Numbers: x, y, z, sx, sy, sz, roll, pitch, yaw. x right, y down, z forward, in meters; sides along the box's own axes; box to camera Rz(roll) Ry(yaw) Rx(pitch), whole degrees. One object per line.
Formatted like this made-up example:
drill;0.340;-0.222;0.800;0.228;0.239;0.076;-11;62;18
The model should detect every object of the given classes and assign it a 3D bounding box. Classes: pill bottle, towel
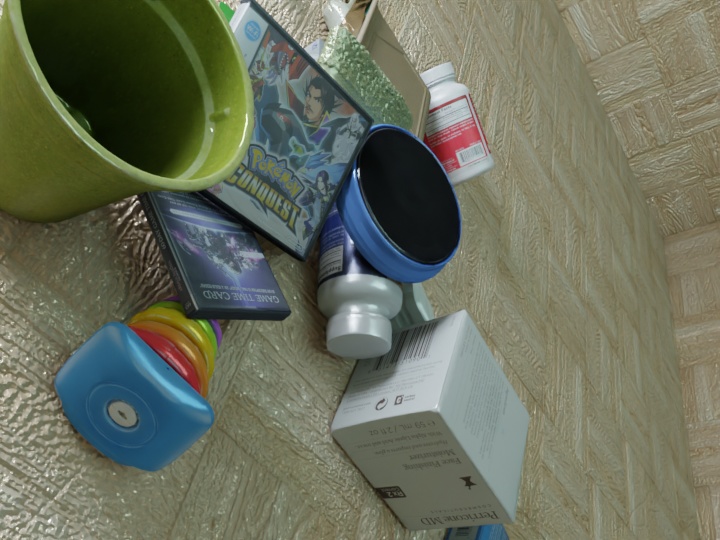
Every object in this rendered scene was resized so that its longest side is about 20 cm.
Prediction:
pill bottle;0.000;0.000;0.824;0.110;0.109;0.206;30;51;-44
pill bottle;0.162;-0.262;1.180;0.112;0.110;0.206;-29;100;-56
towel;-0.001;-0.201;0.848;0.199;0.036;0.152;38;70;-48

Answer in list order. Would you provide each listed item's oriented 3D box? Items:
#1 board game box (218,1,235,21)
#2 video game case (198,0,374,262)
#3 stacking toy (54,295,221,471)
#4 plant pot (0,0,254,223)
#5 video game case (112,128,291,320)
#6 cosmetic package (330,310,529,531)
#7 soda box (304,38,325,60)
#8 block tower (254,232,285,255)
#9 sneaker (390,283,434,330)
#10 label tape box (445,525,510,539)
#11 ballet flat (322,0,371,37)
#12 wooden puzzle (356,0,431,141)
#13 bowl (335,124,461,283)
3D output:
board game box;-0.150;-0.218;0.779;0.095;0.029;0.206;30;55;-43
video game case;-0.088;-0.137;0.676;0.198;0.025;0.185;35;77;-40
stacking toy;-0.165;0.063;0.582;0.116;0.109;0.201;45;28;-13
plant pot;-0.215;-0.128;0.504;0.199;0.181;0.207;30;51;-45
video game case;-0.152;-0.043;0.634;0.142;0.019;0.204;11;49;-62
cosmetic package;0.096;0.195;0.829;0.202;0.162;0.167;54;38;-22
soda box;-0.020;-0.239;0.947;0.198;0.062;0.070;31;48;-45
block tower;-0.096;-0.118;0.790;0.053;0.057;0.206;28;51;-45
sneaker;0.061;0.030;0.949;0.206;0.074;0.081;70;22;-12
label tape box;0.183;0.461;0.926;0.204;0.065;0.144;64;35;-17
ballet flat;-0.021;-0.411;1.034;0.071;0.068;0.204;31;48;-18
wooden puzzle;0.049;-0.293;1.000;0.202;0.036;0.188;55;32;-30
bowl;0.052;-0.087;0.807;0.197;0.039;0.207;21;57;-36
